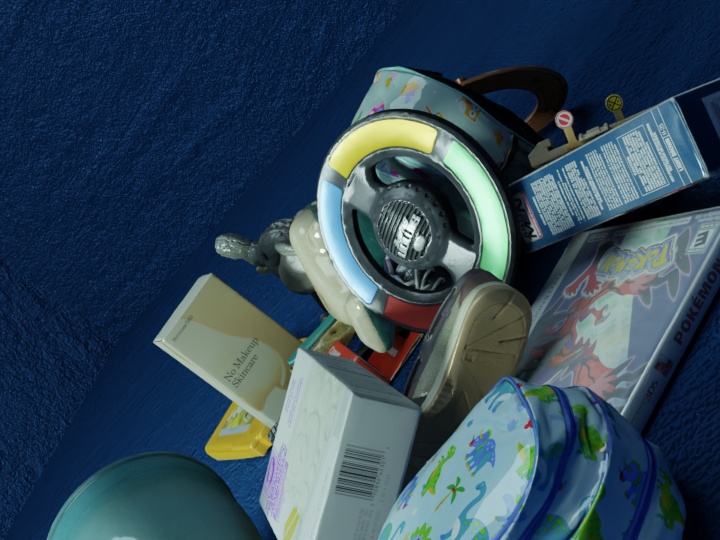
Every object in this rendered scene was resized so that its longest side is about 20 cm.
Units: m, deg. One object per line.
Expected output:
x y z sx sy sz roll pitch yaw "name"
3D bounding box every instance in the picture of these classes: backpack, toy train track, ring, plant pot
0.082 0.157 0.531 0.200 0.154 0.163 -36 11 11 "backpack"
0.227 -0.136 0.785 0.199 0.033 0.115 -22 -3 17 "toy train track"
0.079 -0.101 0.936 0.154 0.200 0.176 -53 29 -3 "backpack"
0.131 -0.169 1.074 0.200 0.200 0.019 -38 62 45 "ring"
-0.164 0.287 0.882 0.200 0.200 0.188 -56 29 -12 "plant pot"

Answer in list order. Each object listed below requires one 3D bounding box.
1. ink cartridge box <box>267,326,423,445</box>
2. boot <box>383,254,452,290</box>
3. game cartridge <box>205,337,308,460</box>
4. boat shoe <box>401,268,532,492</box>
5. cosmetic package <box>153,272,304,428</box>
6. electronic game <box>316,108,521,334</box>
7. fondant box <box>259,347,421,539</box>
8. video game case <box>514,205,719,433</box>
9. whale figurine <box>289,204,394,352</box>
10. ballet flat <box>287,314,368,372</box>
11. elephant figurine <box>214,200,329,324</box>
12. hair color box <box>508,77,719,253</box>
-0.018 0.123 1.060 0.200 0.050 0.109 -54 14 -4 "ink cartridge box"
0.070 0.031 0.924 0.073 0.090 0.200 -51 14 6 "boot"
-0.128 0.174 1.327 0.177 0.032 0.200 -60 15 -25 "game cartridge"
0.068 0.092 0.741 0.065 0.072 0.201 -114 39 -64 "boat shoe"
-0.137 0.103 1.177 0.105 0.200 0.071 -57 15 -16 "cosmetic package"
0.045 -0.038 0.834 0.200 0.200 0.042 -40 -5 41 "electronic game"
-0.023 0.151 0.777 0.200 0.058 0.145 -163 87 -76 "fondant box"
0.174 0.039 0.715 0.183 0.023 0.200 -57 15 -15 "video game case"
0.000 0.000 1.037 0.103 0.160 0.200 -29 33 -4 "whale figurine"
-0.004 0.056 1.150 0.200 0.071 0.071 -52 14 -10 "ballet flat"
-0.066 -0.018 1.245 0.155 0.200 0.142 -51 14 6 "elephant figurine"
0.207 -0.079 0.740 0.100 0.061 0.200 -22 -2 -30 "hair color box"
